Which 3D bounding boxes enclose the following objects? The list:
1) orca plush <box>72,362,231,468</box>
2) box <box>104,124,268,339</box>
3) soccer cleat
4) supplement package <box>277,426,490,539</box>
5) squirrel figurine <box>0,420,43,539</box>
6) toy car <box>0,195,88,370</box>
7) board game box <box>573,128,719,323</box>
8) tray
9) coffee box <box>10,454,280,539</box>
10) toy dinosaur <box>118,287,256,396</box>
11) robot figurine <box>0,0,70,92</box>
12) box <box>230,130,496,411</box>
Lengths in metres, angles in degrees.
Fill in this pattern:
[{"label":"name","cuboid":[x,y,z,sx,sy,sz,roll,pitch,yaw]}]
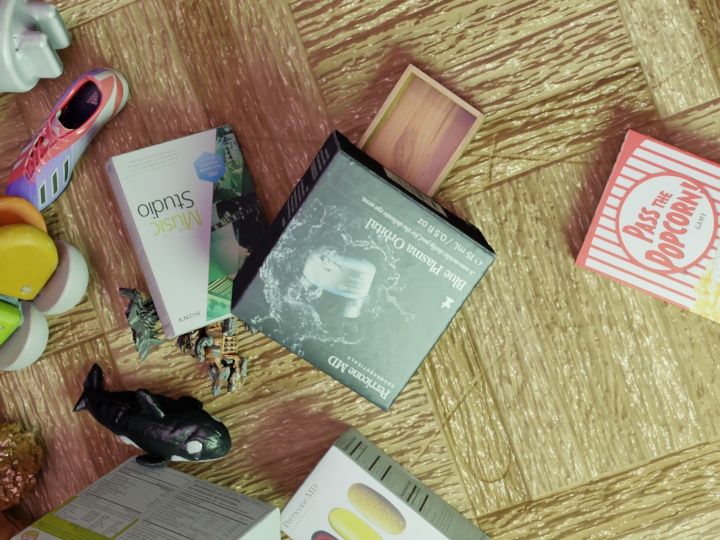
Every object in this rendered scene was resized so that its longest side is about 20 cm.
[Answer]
[{"label":"orca plush","cuboid":[-0.231,0.145,1.436,0.199,0.105,0.071,29,140,33]},{"label":"box","cuboid":[-0.173,-0.044,1.403,0.144,0.036,0.201,-19,87,-26]},{"label":"soccer cleat","cuboid":[-0.336,-0.143,1.449,0.068,0.073,0.200,41,101,4]},{"label":"supplement package","cuboid":[0.025,0.279,1.398,0.200,0.110,0.114,38,99,5]},{"label":"squirrel figurine","cuboid":[-0.428,0.269,1.468,0.185,0.142,0.201,23,100,1]},{"label":"toy car","cuboid":[-0.415,0.005,1.443,0.200,0.174,0.150,-51,46,21]},{"label":"board game box","cuboid":[0.340,-0.039,1.351,0.199,0.046,0.153,22,97,8]},{"label":"tray","cuboid":[0.040,-0.109,1.405,0.098,0.037,0.201,35,98,6]},{"label":"coffee box","cuboid":[-0.214,0.344,1.355,0.199,0.198,0.201,13,116,28]},{"label":"toy dinosaur","cuboid":[-0.190,0.042,1.442,0.135,0.102,0.201,-18,76,-11]},{"label":"robot figurine","cuboid":[-0.424,-0.253,1.436,0.198,0.113,0.171,3,58,10]},{"label":"box","cuboid":[0.000,0.000,1.337,0.196,0.117,0.201,33,100,-11]}]
